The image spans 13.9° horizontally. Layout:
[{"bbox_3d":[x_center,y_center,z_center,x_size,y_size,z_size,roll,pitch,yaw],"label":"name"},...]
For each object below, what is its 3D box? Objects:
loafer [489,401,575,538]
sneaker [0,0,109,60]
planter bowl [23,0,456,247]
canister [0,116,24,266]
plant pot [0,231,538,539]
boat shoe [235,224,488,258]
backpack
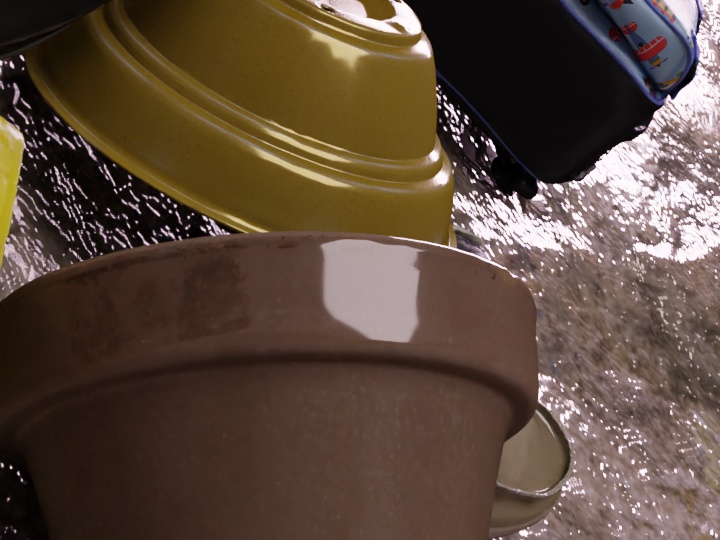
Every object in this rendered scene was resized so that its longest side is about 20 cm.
[{"bbox_3d":[0.034,0.061,1.263,0.200,0.068,0.076,20,43,-47],"label":"loafer"},{"bbox_3d":[-0.098,-0.148,1.145,0.075,0.200,0.106,57,-10,-8],"label":"sneaker"},{"bbox_3d":[-0.032,-0.085,1.224,0.200,0.083,0.200,25,19,-9],"label":"planter bowl"},{"bbox_3d":[-0.219,-0.049,0.980,0.200,0.087,0.149,38,32,-25],"label":"canister"},{"bbox_3d":[-0.030,0.097,1.028,0.200,0.200,0.175,19,61,-48],"label":"plant pot"},{"bbox_3d":[0.000,0.000,1.286,0.200,0.071,0.064,20,40,-55],"label":"boat shoe"},{"bbox_3d":[0.091,-0.162,1.530,0.183,0.135,0.200,48,26,-14],"label":"backpack"}]
